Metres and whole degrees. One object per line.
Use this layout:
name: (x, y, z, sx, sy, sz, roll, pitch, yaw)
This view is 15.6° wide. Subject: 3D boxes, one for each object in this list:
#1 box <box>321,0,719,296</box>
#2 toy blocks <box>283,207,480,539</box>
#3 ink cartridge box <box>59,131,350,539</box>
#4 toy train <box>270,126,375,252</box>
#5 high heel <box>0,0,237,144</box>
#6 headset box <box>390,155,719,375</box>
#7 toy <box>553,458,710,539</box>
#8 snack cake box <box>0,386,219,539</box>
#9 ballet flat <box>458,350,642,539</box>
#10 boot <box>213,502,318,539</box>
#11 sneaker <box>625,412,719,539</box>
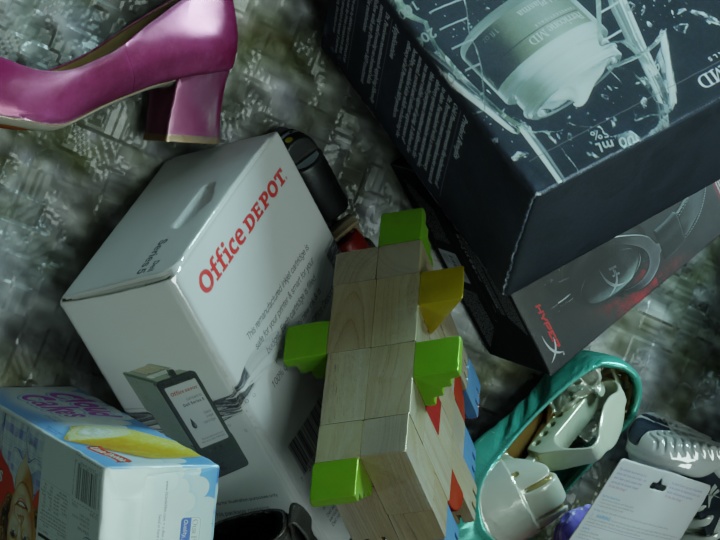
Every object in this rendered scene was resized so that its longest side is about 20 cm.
box: (0.115, -0.127, 1.493, 0.200, 0.124, 0.197, -28, 70, -19)
toy blocks: (0.025, 0.087, 1.445, 0.201, 0.099, 0.137, -84, 159, -44)
ink cartridge box: (-0.062, 0.047, 1.475, 0.200, 0.084, 0.146, 62, 36, -24)
toy train: (0.000, 0.000, 1.560, 0.034, 0.046, 0.200, -39, 117, -19)
high heel: (-0.155, -0.122, 1.430, 0.199, 0.067, 0.096, 3, 93, -30)
headset box: (0.139, -0.057, 1.617, 0.200, 0.077, 0.149, -37, 116, -19)
toy: (0.120, 0.196, 1.596, 0.115, 0.047, 0.200, 19, 103, -54)
snack cake box: (-0.150, 0.137, 1.403, 0.067, 0.200, 0.116, 1, 100, -29)
ballet flat: (0.108, 0.117, 1.610, 0.200, 0.070, 0.067, -48, 114, -32)
boot: (-0.058, 0.203, 1.462, 0.174, 0.200, 0.069, 36, 35, -32)
sneaker: (0.212, 0.171, 1.689, 0.199, 0.079, 0.130, 22, 91, -62)
